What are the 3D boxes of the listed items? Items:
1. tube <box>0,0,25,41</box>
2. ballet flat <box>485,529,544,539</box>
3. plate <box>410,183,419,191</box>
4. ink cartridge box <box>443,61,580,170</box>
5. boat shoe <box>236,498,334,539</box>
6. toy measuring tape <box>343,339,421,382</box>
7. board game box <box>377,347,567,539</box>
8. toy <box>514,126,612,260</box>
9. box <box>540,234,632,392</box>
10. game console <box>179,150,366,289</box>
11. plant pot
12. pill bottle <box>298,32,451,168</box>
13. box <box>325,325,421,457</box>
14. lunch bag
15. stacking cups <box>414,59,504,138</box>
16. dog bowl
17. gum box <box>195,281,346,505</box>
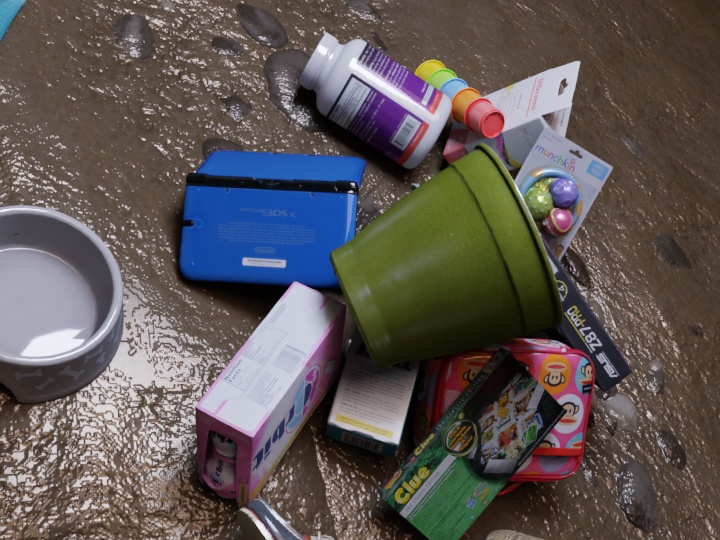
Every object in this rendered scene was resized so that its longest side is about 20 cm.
[{"bbox_3d":[-0.443,-0.266,1.027,0.076,0.050,0.203,20,46,-22],"label":"tube"},{"bbox_3d":[0.227,0.337,0.979,0.198,0.065,0.071,33,48,-6],"label":"ballet flat"},{"bbox_3d":[0.134,-0.036,1.119,0.025,0.200,0.201,-39,80,0],"label":"plate"},{"bbox_3d":[0.223,-0.204,1.260,0.068,0.198,0.118,49,43,-28],"label":"ink cartridge box"},{"bbox_3d":[-0.036,0.287,0.853,0.200,0.071,0.062,48,63,0],"label":"boat shoe"},{"bbox_3d":[0.081,0.103,1.052,0.197,0.074,0.075,15,52,-21],"label":"toy measuring tape"},{"bbox_3d":[0.119,0.190,0.949,0.105,0.023,0.200,44,86,-22],"label":"board game box"},{"bbox_3d":[0.245,-0.070,1.193,0.114,0.202,0.047,26,13,-15],"label":"toy"},{"bbox_3d":[0.239,0.040,1.109,0.201,0.049,0.161,54,3,-8],"label":"box"},{"bbox_3d":[-0.097,-0.064,1.051,0.196,0.118,0.175,3,83,5],"label":"game console"},{"bbox_3d":[0.076,0.004,0.921,0.190,0.201,0.203,-24,68,-1],"label":"plant pot"},{"bbox_3d":[0.018,-0.234,1.224,0.198,0.113,0.113,32,48,-7],"label":"pill bottle"},{"bbox_3d":[0.027,0.095,1.001,0.081,0.049,0.203,17,63,2],"label":"box"},{"bbox_3d":[0.157,0.164,1.012,0.196,0.082,0.180,5,99,-19],"label":"lunch bag"},{"bbox_3d":[0.140,-0.235,1.273,0.059,0.061,0.200,3,29,-28],"label":"stacking cups"},{"bbox_3d":[-0.324,0.025,0.882,0.197,0.059,0.203,15,53,-21],"label":"dog bowl"},{"bbox_3d":[-0.089,0.123,0.901,0.065,0.115,0.201,23,46,15],"label":"gum box"}]
